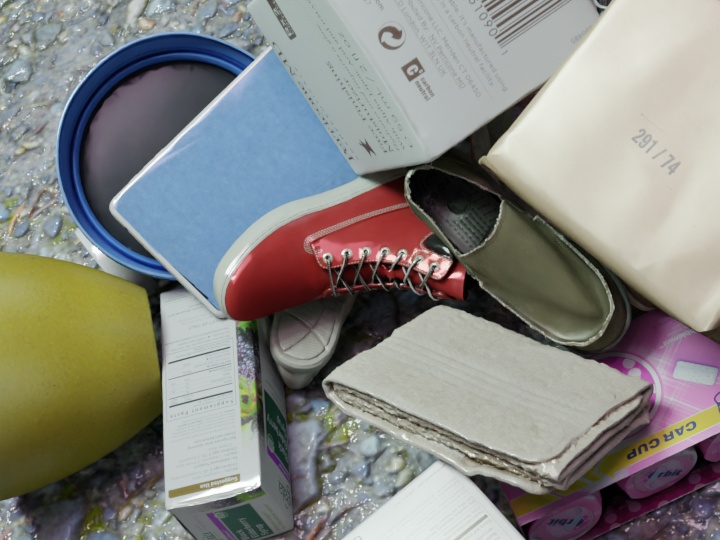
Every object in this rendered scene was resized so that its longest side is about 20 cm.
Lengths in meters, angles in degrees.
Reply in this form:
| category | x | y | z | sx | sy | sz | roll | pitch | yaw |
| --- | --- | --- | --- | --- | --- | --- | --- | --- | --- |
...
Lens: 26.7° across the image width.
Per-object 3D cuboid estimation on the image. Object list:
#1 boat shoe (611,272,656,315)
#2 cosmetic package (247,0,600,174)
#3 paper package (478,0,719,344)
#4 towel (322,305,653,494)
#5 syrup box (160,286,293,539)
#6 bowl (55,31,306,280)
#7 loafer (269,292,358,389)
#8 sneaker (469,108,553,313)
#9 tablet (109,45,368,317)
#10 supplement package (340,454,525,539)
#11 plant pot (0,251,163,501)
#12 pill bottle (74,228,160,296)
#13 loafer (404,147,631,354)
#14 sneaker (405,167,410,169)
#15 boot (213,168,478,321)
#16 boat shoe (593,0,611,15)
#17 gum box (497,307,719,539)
| category | x | y | z | sx | sy | sz | roll | pitch | yaw |
| --- | --- | --- | --- | --- | --- | --- | --- | --- | --- |
| boat shoe | 0.213 | -0.036 | 1.154 | 0.075 | 0.075 | 0.202 | -34 | 12 | 41 |
| cosmetic package | 0.042 | -0.184 | 1.109 | 0.165 | 0.165 | 0.200 | -35 | 8 | -12 |
| paper package | 0.220 | -0.078 | 1.004 | 0.200 | 0.103 | 0.191 | 42 | 99 | 25 |
| towel | 0.089 | 0.086 | 1.045 | 0.200 | 0.035 | 0.132 | 22 | 37 | 37 |
| syrup box | -0.106 | 0.108 | 1.191 | 0.081 | 0.079 | 0.200 | -15 | 53 | 10 |
| bowl | -0.144 | -0.091 | 1.225 | 0.200 | 0.039 | 0.201 | 0 | 84 | -5 |
| loafer | -0.029 | 0.004 | 1.244 | 0.072 | 0.063 | 0.200 | 19 | 60 | 4 |
| sneaker | 0.142 | -0.060 | 1.223 | 0.092 | 0.076 | 0.200 | -12 | 61 | 4 |
| tablet | -0.086 | -0.075 | 1.201 | 0.130 | 0.014 | 0.200 | 44 | 82 | 1 |
| supplement package | 0.085 | 0.245 | 0.996 | 0.120 | 0.121 | 0.200 | -38 | 53 | -7 |
| plant pot | -0.234 | 0.073 | 1.212 | 0.142 | 0.200 | 0.200 | -9 | 52 | -9 |
| pill bottle | -0.140 | -0.062 | 1.298 | 0.200 | 0.112 | 0.112 | -39 | 53 | -7 |
| loafer | 0.101 | -0.011 | 1.069 | 0.200 | 0.070 | 0.075 | 39 | 108 | 17 |
| sneaker | 0.030 | -0.135 | 1.310 | 0.200 | 0.073 | 0.112 | 33 | 59 | 24 |
| boot | 0.000 | 0.000 | 1.144 | 0.200 | 0.072 | 0.144 | -29 | 42 | -22 |
| boat shoe | 0.238 | -0.197 | 1.276 | 0.075 | 0.062 | 0.200 | -15 | 53 | 13 |
| gum box | 0.189 | 0.108 | 1.083 | 0.200 | 0.066 | 0.114 | -26 | 51 | 3 |
